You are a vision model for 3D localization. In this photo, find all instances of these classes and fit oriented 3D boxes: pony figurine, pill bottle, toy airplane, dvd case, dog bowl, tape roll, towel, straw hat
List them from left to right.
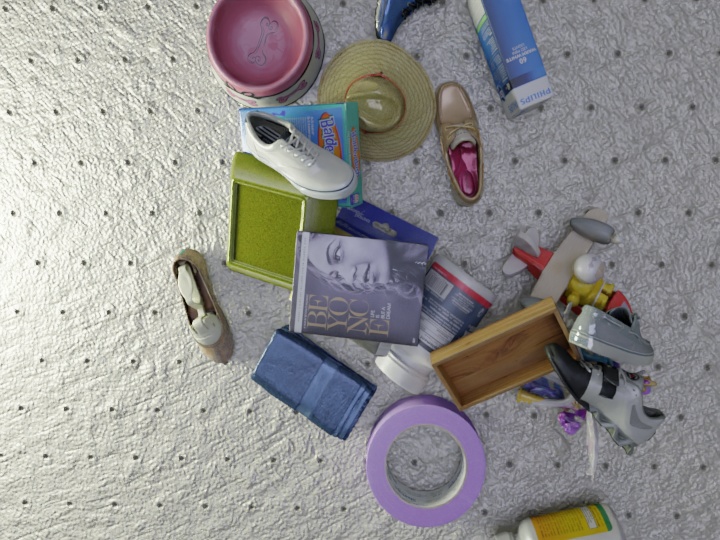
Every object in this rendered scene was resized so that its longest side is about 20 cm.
[{"bbox_3d":[-0.158,-0.366,1.037,0.195,0.074,0.206,0,94,3],"label":"dog bowl"},{"bbox_3d":[-0.080,0.188,1.088,0.198,0.049,0.113,34,95,-1],"label":"towel"},{"bbox_3d":[-0.004,0.027,0.959,0.195,0.016,0.153,6,96,3],"label":"dvd case"},{"bbox_3d":[0.022,-0.257,1.009,0.196,0.085,0.206,2,110,6],"label":"straw hat"},{"bbox_3d":[0.107,0.315,1.081,0.195,0.066,0.206,0,95,3],"label":"tape roll"},{"bbox_3d":[0.115,0.089,1.036,0.118,0.120,0.202,34,96,0],"label":"pill bottle"},{"bbox_3d":[0.324,0.456,1.058,0.195,0.113,0.116,-13,94,3],"label":"pill bottle"},{"bbox_3d":[0.322,0.002,1.007,0.194,0.141,0.205,-5,74,-10],"label":"toy airplane"},{"bbox_3d":[0.349,0.198,1.015,0.196,0.167,0.196,15,135,27],"label":"pony figurine"}]

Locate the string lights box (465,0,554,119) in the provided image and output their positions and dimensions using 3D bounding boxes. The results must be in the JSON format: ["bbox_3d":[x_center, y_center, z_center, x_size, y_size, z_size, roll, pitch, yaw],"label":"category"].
[{"bbox_3d":[0.228,-0.347,1.006,0.058,0.103,0.204,-21,94,3],"label":"string lights box"}]

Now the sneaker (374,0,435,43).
[{"bbox_3d":[0.087,-0.444,1.018,0.088,0.079,0.203,30,95,2],"label":"sneaker"}]

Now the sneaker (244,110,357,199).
[{"bbox_3d":[-0.094,-0.167,0.937,0.197,0.071,0.074,27,71,19],"label":"sneaker"}]

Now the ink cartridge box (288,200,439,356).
[{"bbox_3d":[0.000,0.000,1.029,0.196,0.047,0.204,28,99,33],"label":"ink cartridge box"}]

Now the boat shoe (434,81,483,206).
[{"bbox_3d":[0.164,-0.205,1.036,0.072,0.069,0.205,-13,94,3],"label":"boat shoe"}]

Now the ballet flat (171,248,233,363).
[{"bbox_3d":[-0.269,0.064,1.077,0.067,0.067,0.204,-21,93,4],"label":"ballet flat"}]

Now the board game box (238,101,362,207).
[{"bbox_3d":[-0.094,-0.180,1.014,0.196,0.045,0.156,5,106,27],"label":"board game box"}]

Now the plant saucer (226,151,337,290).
[{"bbox_3d":[-0.137,-0.065,1.015,0.196,0.048,0.205,16,112,23],"label":"plant saucer"}]

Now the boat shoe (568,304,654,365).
[{"bbox_3d":[0.374,0.089,0.934,0.198,0.070,0.073,14,97,-41],"label":"boat shoe"}]

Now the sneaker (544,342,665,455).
[{"bbox_3d":[0.340,0.157,0.900,0.200,0.074,0.088,43,108,-10],"label":"sneaker"}]

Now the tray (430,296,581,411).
[{"bbox_3d":[0.212,0.125,0.956,0.197,0.037,0.100,-27,113,16],"label":"tray"}]
